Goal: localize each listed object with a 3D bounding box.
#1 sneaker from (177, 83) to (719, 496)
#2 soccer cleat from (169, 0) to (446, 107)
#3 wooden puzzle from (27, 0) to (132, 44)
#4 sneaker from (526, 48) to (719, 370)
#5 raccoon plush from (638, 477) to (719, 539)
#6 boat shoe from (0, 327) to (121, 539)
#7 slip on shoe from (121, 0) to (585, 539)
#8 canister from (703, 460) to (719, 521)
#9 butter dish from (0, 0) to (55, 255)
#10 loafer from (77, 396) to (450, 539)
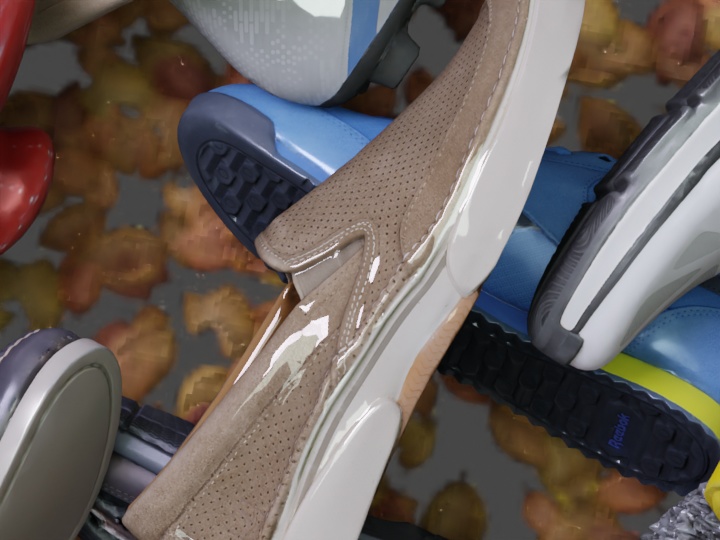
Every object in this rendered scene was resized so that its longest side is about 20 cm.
[{"bbox_3d":[0.042,-0.011,0.905,0.200,0.066,0.079,29,64,5],"label":"sneaker"},{"bbox_3d":[0.009,-0.146,0.877,0.086,0.070,0.200,30,77,-17],"label":"soccer cleat"},{"bbox_3d":[-0.075,-0.168,0.844,0.037,0.200,0.186,-9,90,-26],"label":"wooden puzzle"},{"bbox_3d":[0.146,-0.025,0.836,0.115,0.076,0.201,43,89,-1],"label":"sneaker"},{"bbox_3d":[0.141,0.111,0.837,0.097,0.200,0.134,-31,70,10],"label":"raccoon plush"},{"bbox_3d":[-0.130,0.086,0.861,0.063,0.073,0.200,37,126,16],"label":"boat shoe"},{"bbox_3d":[0.000,0.000,0.829,0.060,0.076,0.200,25,95,-3],"label":"slip on shoe"},{"bbox_3d":[0.182,0.007,0.748,0.149,0.086,0.200,43,71,-42],"label":"canister"},{"bbox_3d":[-0.155,-0.053,0.856,0.148,0.200,0.200,32,91,-24],"label":"butter dish"},{"bbox_3d":[-0.029,0.092,0.896,0.200,0.072,0.063,24,94,-3],"label":"loafer"}]
